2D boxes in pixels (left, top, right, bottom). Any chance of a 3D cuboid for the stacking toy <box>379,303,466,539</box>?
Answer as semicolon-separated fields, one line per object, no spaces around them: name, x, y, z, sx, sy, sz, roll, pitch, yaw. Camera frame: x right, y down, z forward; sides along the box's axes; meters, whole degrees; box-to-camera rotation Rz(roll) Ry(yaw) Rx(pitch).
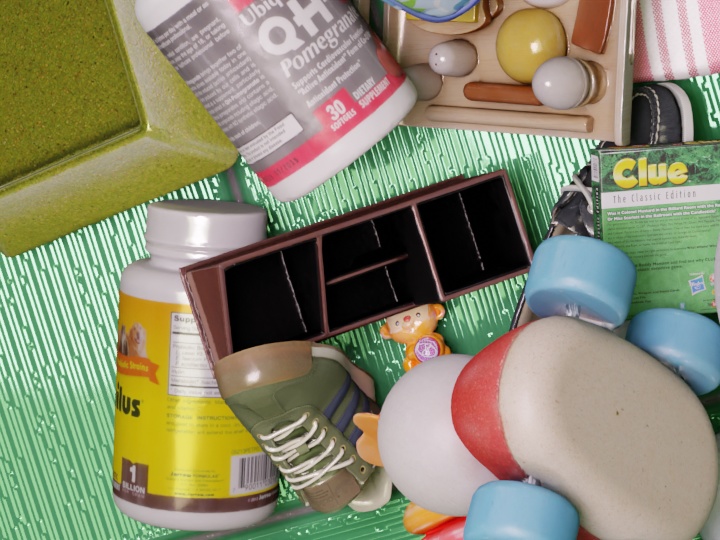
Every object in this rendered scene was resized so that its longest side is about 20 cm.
stacking toy;0.061;0.105;1.471;0.116;0.110;0.201;-22;80;16

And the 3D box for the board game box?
board game box;0.238;-0.028;1.398;0.199;0.023;0.105;-4;100;-9

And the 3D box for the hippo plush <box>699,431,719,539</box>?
hippo plush;0.246;0.181;1.424;0.199;0.159;0.161;-1;69;4

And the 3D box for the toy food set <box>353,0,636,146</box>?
toy food set;0.080;-0.153;1.416;0.199;0.060;0.144;7;100;35

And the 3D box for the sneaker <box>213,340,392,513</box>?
sneaker;-0.024;0.102;1.421;0.067;0.200;0.090;-20;74;14

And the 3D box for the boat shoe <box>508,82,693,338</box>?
boat shoe;0.146;-0.023;1.428;0.060;0.076;0.201;11;101;-27

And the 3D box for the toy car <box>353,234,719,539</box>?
toy car;0.088;0.102;1.358;0.200;0.177;0.185;-10;56;45

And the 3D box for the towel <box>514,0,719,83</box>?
towel;0.186;-0.190;1.428;0.199;0.030;0.147;-6;95;18

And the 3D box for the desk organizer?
desk organizer;0.000;0.000;1.421;0.199;0.077;0.072;-19;93;-20

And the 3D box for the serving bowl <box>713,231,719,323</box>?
serving bowl;0.293;-0.001;1.364;0.199;0.066;0.201;-1;96;-14

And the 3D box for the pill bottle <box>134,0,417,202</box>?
pill bottle;-0.065;-0.150;1.396;0.111;0.111;0.200;-35;100;16

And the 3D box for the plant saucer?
plant saucer;-0.194;-0.130;1.485;0.199;0.048;0.201;-20;83;28

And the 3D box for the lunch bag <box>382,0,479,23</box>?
lunch bag;0.014;-0.244;1.320;0.200;0.083;0.161;25;114;-32

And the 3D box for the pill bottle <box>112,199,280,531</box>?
pill bottle;-0.102;0.058;1.490;0.109;0.109;0.201;5;98;13
